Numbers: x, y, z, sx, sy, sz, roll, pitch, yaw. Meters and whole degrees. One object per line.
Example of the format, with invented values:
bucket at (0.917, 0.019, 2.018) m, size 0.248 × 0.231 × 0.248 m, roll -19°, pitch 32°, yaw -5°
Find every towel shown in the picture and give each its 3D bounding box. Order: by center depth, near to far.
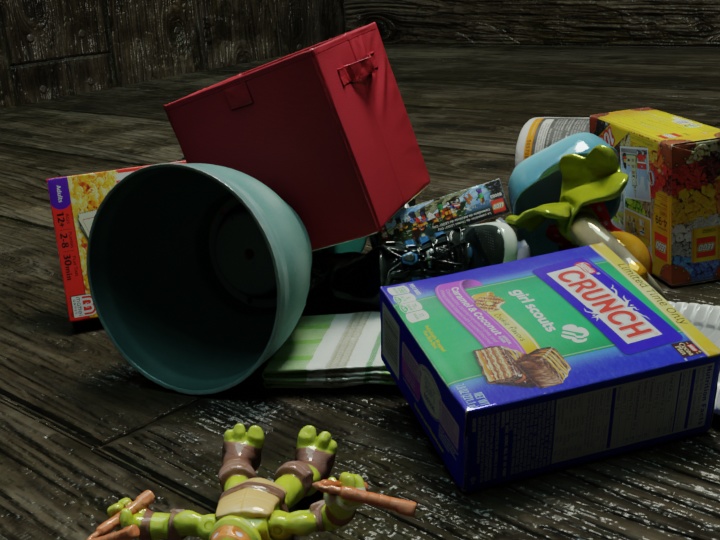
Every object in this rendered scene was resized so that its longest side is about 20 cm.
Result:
towel at (0.025, 0.071, 0.904) m, size 0.200 × 0.031 × 0.149 m, roll -3°, pitch 16°, yaw 12°

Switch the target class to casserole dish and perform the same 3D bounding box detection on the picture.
casserole dish at (0.210, -0.079, 1.054) m, size 0.121 × 0.200 × 0.039 m, roll -28°, pitch 62°, yaw 3°

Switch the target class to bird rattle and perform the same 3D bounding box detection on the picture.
bird rattle at (0.225, -0.015, 0.959) m, size 0.113 × 0.200 × 0.163 m, roll -36°, pitch 57°, yaw 2°

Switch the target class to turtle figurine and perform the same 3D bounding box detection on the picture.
turtle figurine at (-0.056, 0.147, 0.628) m, size 0.200 × 0.065 × 0.161 m, roll -11°, pitch 10°, yaw 10°

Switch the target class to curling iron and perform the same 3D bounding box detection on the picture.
curling iron at (0.000, 0.000, 1.064) m, size 0.200 × 0.026 × 0.050 m, roll 1°, pitch 46°, yaw -37°

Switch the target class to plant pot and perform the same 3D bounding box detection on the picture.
plant pot at (-0.125, -0.006, 0.907) m, size 0.200 × 0.201 × 0.134 m, roll 4°, pitch 15°, yaw 26°

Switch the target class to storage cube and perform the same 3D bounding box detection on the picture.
storage cube at (-0.055, -0.125, 1.011) m, size 0.200 × 0.180 × 0.171 m, roll -14°, pitch 15°, yaw 26°

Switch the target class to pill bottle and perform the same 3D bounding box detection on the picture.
pill bottle at (0.313, -0.143, 1.320) m, size 0.200 × 0.117 × 0.116 m, roll 6°, pitch 21°, yaw 30°

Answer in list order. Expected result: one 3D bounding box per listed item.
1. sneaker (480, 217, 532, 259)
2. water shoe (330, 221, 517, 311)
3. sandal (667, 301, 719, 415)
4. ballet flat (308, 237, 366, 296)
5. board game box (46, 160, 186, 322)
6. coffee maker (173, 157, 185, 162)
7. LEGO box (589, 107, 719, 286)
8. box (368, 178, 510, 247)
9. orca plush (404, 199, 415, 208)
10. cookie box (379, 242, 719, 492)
sneaker at (0.133, 0.002, 1.031) m, size 0.082 × 0.070 × 0.200 m, roll -18°, pitch 13°, yaw 0°
water shoe at (0.056, 0.002, 0.954) m, size 0.200 × 0.072 × 0.079 m, roll -20°, pitch -20°, yaw 41°
sandal at (0.278, 0.068, 0.790) m, size 0.050 × 0.083 × 0.203 m, roll 35°, pitch -1°, yaw -26°
ballet flat at (-0.061, -0.017, 1.123) m, size 0.074 × 0.074 × 0.200 m, roll 3°, pitch 18°, yaw 24°
board game box at (-0.221, -0.036, 1.077) m, size 0.200 × 0.152 × 0.046 m, roll -10°, pitch 1°, yaw -13°
coffee maker at (-0.124, -0.109, 1.219) m, size 0.200 × 0.192 × 0.135 m, roll -14°, pitch -9°, yaw -33°
LEGO box at (0.325, -0.087, 1.096) m, size 0.077 × 0.149 × 0.200 m, roll -8°, pitch 18°, yaw -9°
box at (0.078, -0.055, 1.106) m, size 0.136 × 0.038 × 0.200 m, roll -17°, pitch 0°, yaw -1°
orca plush at (0.043, -0.084, 1.342) m, size 0.105 × 0.071 × 0.200 m, roll -52°, pitch 20°, yaw 0°
cookie box at (0.136, 0.064, 0.759) m, size 0.200 × 0.075 × 0.171 m, roll -10°, pitch 32°, yaw -16°
